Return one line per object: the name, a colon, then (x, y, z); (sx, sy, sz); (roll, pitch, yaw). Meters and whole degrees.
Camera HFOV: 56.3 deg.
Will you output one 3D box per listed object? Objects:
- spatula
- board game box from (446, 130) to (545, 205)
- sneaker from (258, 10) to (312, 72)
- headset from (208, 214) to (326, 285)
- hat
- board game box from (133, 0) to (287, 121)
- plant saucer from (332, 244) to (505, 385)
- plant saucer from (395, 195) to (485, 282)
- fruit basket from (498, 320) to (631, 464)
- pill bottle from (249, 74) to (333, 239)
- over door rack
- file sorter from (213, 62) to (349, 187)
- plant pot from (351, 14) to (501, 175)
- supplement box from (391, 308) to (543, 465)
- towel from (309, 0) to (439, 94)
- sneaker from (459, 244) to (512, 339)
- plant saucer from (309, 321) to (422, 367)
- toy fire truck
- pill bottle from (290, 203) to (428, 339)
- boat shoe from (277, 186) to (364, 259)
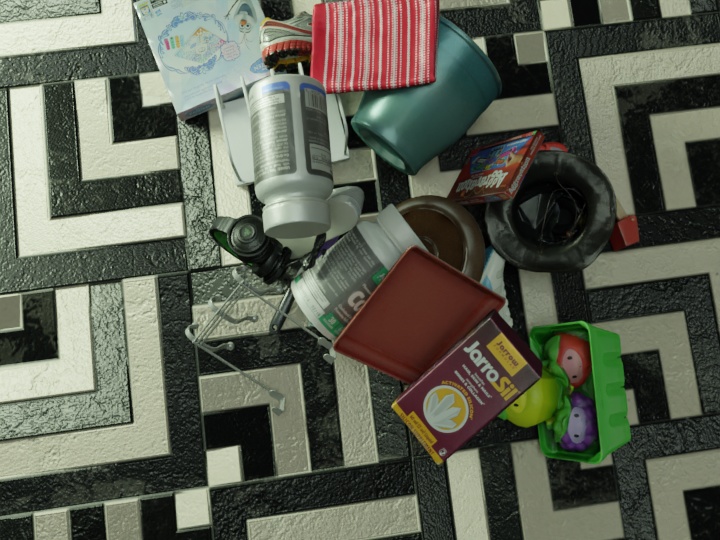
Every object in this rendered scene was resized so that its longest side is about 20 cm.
spatula: (-0.098, 0.011, 1.092); (0.055, 0.021, 0.204); (26, 83, 7)
board game box: (0.201, -0.152, 1.039); (0.019, 0.199, 0.105); (30, 82, -16)
sneaker: (-0.073, -0.387, 1.100); (0.195, 0.078, 0.084); (-14, 77, -26)
headset: (-0.141, -0.041, 1.024); (0.197, 0.124, 0.095); (19, 70, 36)
hat: (0.295, -0.092, 1.049); (0.195, 0.081, 0.207); (2, 96, 22)
board game box: (-0.248, -0.382, 1.124); (0.196, 0.043, 0.203); (-23, 85, -6)
plant saucer: (0.084, 0.069, 0.995); (0.197, 0.037, 0.201); (27, 112, -29)
plant saucer: (0.098, -0.023, 1.064); (0.195, 0.032, 0.207); (-4, 79, 21)
fruit basket: (0.294, 0.185, 1.028); (0.210, 0.155, 0.222); (5, 80, -26)
pill bottle: (-0.095, -0.155, 0.939); (0.110, 0.114, 0.206); (-4, 81, -3)
over door rack: (-0.150, 0.104, 1.031); (0.199, 0.067, 0.148); (41, 114, -8)
file sorter: (-0.125, -0.239, 1.071); (0.194, 0.125, 0.143); (-14, 83, -4)
plant pot: (0.087, -0.265, 1.055); (0.199, 0.200, 0.189); (38, 88, 3)
supplement box: (0.155, 0.167, 0.978); (0.200, 0.085, 0.111); (-44, 82, 16)
towel: (0.018, -0.335, 0.984); (0.194, 0.022, 0.149); (0, 81, 20)
sneaker: (0.204, 0.059, 1.078); (0.079, 0.077, 0.206); (15, 90, -4)
plant saucer: (0.018, 0.089, 1.090); (0.195, 0.019, 0.072); (21, 82, -1)
toy fire truck: (0.366, -0.123, 1.117); (0.137, 0.049, 0.205); (-15, 83, -5)
pill bottle: (0.000, 0.000, 1.017); (0.199, 0.113, 0.114); (-40, 86, 6)
boat shoe: (-0.076, -0.081, 1.057); (0.197, 0.069, 0.072); (-27, 111, 36)
